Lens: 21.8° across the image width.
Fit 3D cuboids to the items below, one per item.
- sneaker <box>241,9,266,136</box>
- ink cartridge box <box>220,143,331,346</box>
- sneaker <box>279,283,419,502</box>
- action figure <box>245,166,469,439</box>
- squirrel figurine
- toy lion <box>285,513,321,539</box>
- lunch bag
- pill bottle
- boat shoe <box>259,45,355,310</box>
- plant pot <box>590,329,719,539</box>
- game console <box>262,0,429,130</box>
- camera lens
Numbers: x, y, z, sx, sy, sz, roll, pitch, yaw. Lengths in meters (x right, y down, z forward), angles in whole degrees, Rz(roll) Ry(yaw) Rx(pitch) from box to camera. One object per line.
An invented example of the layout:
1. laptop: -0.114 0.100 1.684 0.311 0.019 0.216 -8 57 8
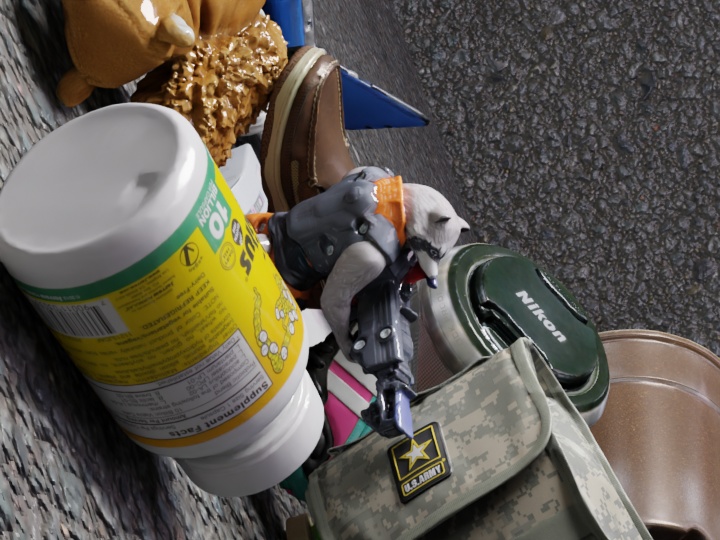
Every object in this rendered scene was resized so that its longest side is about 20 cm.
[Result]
1. sneaker: -0.107 -0.210 1.476 0.081 0.075 0.201 114 -42 -68
2. ink cartridge box: -0.070 0.016 1.328 0.200 0.057 0.163 -102 169 -69
3. sneaker: -0.024 0.060 1.208 0.084 0.120 0.201 62 29 -77
4. action figure: -0.026 0.009 1.117 0.105 0.193 0.201 58 14 -49
5. squirrel figurine: -0.116 -0.148 1.148 0.187 0.141 0.201 -80 146 -62
6. toy lion: 0.014 0.277 1.212 0.200 0.068 0.192 -101 174 -50
7. lunch bag: 0.074 0.159 1.090 0.201 0.164 0.118 60 15 16
8. pill bottle: -0.093 0.023 0.943 0.113 0.112 0.200 -101 167 -49
9. boat shoe: -0.021 -0.056 1.240 0.203 0.075 0.075 96 20 -44
10. plant pot: 0.223 0.189 1.524 0.199 0.199 0.201 -84 154 -50
11. game console: -0.034 -0.201 1.559 0.200 0.118 0.172 -173 -102 -68
12. camera lens: 0.068 0.091 1.346 0.160 0.200 0.160 27 37 -23
